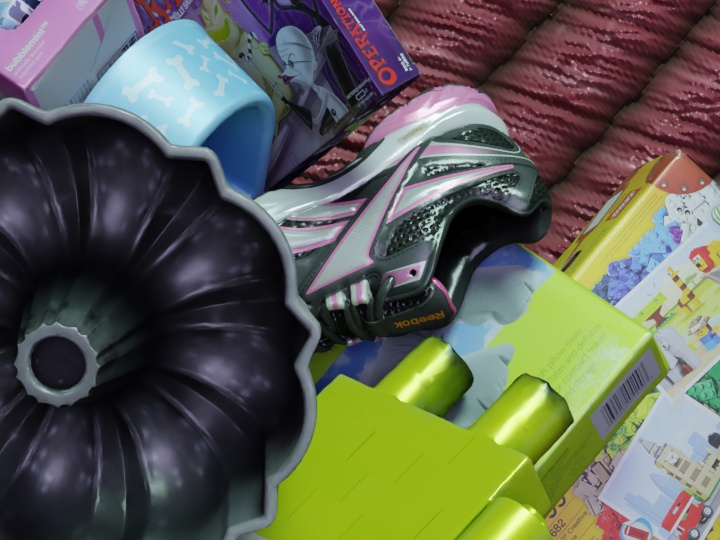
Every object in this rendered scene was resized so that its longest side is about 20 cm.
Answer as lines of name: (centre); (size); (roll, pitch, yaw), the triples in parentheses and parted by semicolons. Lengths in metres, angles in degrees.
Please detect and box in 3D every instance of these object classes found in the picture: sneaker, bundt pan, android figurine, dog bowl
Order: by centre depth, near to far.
bundt pan: (-0.111, 0.028, 0.679); (0.201, 0.076, 0.203); (1, 102, 5)
android figurine: (-0.009, 0.107, 0.701); (0.200, 0.182, 0.041); (-40, 126, -22)
sneaker: (0.000, 0.000, 0.772); (0.200, 0.080, 0.086); (-40, 56, -3)
dog bowl: (-0.090, -0.021, 0.785); (0.049, 0.200, 0.111); (32, 52, 15)

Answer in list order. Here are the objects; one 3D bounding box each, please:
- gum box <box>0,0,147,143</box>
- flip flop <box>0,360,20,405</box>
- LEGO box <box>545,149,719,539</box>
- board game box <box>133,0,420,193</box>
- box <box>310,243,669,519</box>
gum box: (-0.152, -0.090, 0.765); (0.113, 0.200, 0.066); (33, 73, 15)
flip flop: (-0.172, 0.073, 0.796); (0.081, 0.200, 0.058); (18, 46, -37)
LEGO box: (0.142, 0.065, 0.870); (0.149, 0.077, 0.200); (41, 81, -3)
board game box: (-0.058, -0.098, 0.798); (0.032, 0.200, 0.120); (-28, 87, -32)
box: (0.032, 0.032, 0.819); (0.200, 0.048, 0.122); (35, 79, 34)
